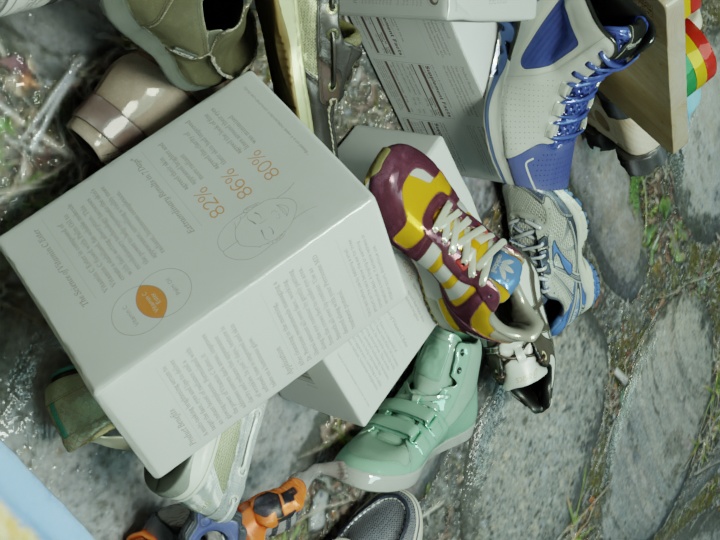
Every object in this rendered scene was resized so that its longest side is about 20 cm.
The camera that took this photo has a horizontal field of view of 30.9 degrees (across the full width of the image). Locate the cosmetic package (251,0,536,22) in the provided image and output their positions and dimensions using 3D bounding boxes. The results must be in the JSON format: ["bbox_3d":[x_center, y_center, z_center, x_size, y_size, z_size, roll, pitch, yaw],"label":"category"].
[{"bbox_3d":[0.016,-0.220,0.921,0.112,0.198,0.082,-14,111,-50],"label":"cosmetic package"}]

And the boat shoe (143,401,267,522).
[{"bbox_3d":[-0.084,0.069,0.894,0.065,0.074,0.204,36,58,-34],"label":"boat shoe"}]

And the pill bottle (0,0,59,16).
[{"bbox_3d":[-0.218,-0.196,0.720,0.199,0.112,0.114,-29,121,-42],"label":"pill bottle"}]

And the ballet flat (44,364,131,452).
[{"bbox_3d":[-0.134,0.095,0.928,0.198,0.067,0.063,-4,68,-42],"label":"ballet flat"}]

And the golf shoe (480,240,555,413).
[{"bbox_3d":[0.143,0.054,1.201,0.201,0.077,0.095,56,15,-45],"label":"golf shoe"}]

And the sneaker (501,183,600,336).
[{"bbox_3d":[0.176,-0.012,1.262,0.085,0.077,0.201,-49,132,-24],"label":"sneaker"}]

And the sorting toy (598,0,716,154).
[{"bbox_3d":[0.225,-0.234,1.119,0.069,0.200,0.199,-36,147,-7],"label":"sorting toy"}]

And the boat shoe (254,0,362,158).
[{"bbox_3d":[-0.029,-0.147,0.866,0.064,0.073,0.202,-17,130,-10],"label":"boat shoe"}]

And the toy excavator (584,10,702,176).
[{"bbox_3d":[0.300,-0.214,1.319,0.199,0.195,0.100,-33,128,-5],"label":"toy excavator"}]

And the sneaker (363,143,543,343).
[{"bbox_3d":[0.076,-0.019,0.977,0.075,0.089,0.200,-58,136,-20],"label":"sneaker"}]

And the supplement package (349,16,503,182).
[{"bbox_3d":[0.098,-0.202,1.089,0.156,0.110,0.201,-53,135,-26],"label":"supplement package"}]

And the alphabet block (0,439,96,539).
[{"bbox_3d":[-0.264,0.184,0.701,0.196,0.198,0.197,-53,134,-27],"label":"alphabet block"}]

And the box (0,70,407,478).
[{"bbox_3d":[-0.098,-0.001,0.820,0.199,0.152,0.107,-35,143,-10],"label":"box"}]

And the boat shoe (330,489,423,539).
[{"bbox_3d":[-0.014,0.258,1.095,0.201,0.074,0.093,-56,155,-22],"label":"boat shoe"}]

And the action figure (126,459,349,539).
[{"bbox_3d":[-0.107,0.234,0.987,0.192,0.104,0.202,-2,114,-33],"label":"action figure"}]

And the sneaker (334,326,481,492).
[{"bbox_3d":[0.041,0.111,1.132,0.200,0.073,0.120,-24,125,-55],"label":"sneaker"}]

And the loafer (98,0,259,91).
[{"bbox_3d":[-0.093,-0.155,0.786,0.200,0.069,0.076,6,82,-78],"label":"loafer"}]

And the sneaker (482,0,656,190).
[{"bbox_3d":[0.162,-0.156,1.003,0.080,0.114,0.202,-17,114,-43],"label":"sneaker"}]

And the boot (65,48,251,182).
[{"bbox_3d":[-0.122,-0.067,0.911,0.146,0.070,0.202,-41,127,-27],"label":"boot"}]

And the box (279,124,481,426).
[{"bbox_3d":[0.000,0.000,1.039,0.201,0.097,0.125,-52,134,-26],"label":"box"}]
